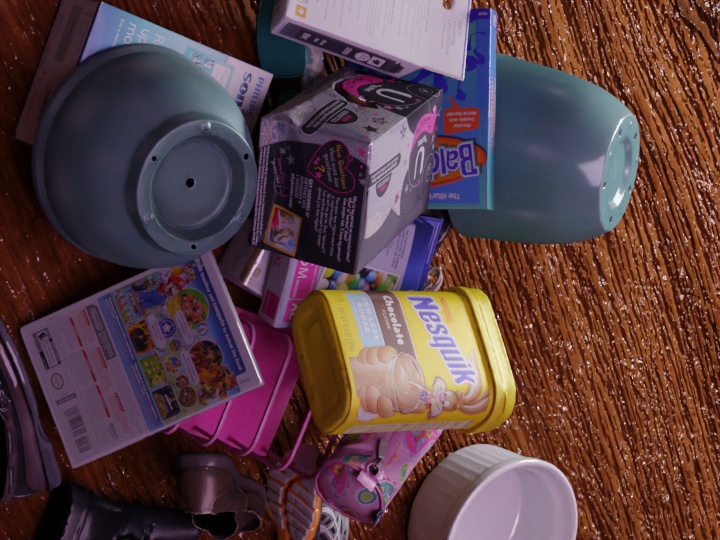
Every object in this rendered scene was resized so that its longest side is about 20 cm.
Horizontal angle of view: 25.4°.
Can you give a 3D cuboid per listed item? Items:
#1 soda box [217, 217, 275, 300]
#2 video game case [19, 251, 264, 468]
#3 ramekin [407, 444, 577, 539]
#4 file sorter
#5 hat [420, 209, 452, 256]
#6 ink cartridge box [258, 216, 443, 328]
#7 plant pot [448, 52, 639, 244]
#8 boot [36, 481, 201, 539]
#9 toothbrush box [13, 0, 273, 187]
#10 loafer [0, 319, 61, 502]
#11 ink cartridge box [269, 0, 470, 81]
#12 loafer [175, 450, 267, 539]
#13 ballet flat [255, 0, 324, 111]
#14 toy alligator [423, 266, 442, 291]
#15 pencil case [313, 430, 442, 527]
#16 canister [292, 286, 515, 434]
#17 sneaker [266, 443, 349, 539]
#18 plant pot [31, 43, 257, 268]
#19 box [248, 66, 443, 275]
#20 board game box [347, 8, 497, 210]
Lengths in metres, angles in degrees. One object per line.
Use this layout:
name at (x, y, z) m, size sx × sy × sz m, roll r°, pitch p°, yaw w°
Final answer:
soda box at (-0.053, 0.021, 1.672) m, size 0.199 × 0.063 × 0.069 m, roll 33°, pitch 84°, yaw -37°
video game case at (-0.207, 0.081, 1.507) m, size 0.198 × 0.018 × 0.144 m, roll -24°, pitch 83°, yaw 6°
ramekin at (0.150, 0.303, 1.878) m, size 0.199 × 0.097 × 0.203 m, roll -11°, pitch 110°, yaw -32°
file sorter at (-0.120, 0.116, 1.613) m, size 0.199 × 0.125 × 0.140 m, roll 23°, pitch 90°, yaw -37°
hat at (0.048, -0.075, 1.704) m, size 0.199 × 0.081 × 0.203 m, roll -10°, pitch 109°, yaw -32°
ink cartridge box at (0.000, 0.000, 1.631) m, size 0.198 × 0.042 × 0.121 m, roll 2°, pitch 111°, yaw -37°
plant pot at (0.203, -0.118, 1.703) m, size 0.200 × 0.160 × 0.203 m, roll -40°, pitch 137°, yaw -51°
boot at (-0.256, 0.323, 1.608) m, size 0.167 × 0.076 × 0.202 m, roll 23°, pitch 84°, yaw -34°
toothbrush box at (-0.202, -0.154, 1.502) m, size 0.199 × 0.085 × 0.148 m, roll 20°, pitch 93°, yaw -39°
loafer at (-0.338, 0.132, 1.501) m, size 0.063 × 0.072 × 0.202 m, roll -26°, pitch 120°, yaw -22°
ink cartridge box at (0.018, -0.296, 1.571) m, size 0.198 × 0.043 × 0.200 m, roll 16°, pitch 68°, yaw -23°
loafer at (-0.147, 0.239, 1.620) m, size 0.200 × 0.072 × 0.072 m, roll 58°, pitch 33°, yaw -64°
ballet flat at (-0.063, -0.194, 1.611) m, size 0.071 × 0.072 × 0.202 m, roll -18°, pitch 116°, yaw -30°
toy alligator at (0.041, 0.089, 1.769) m, size 0.201 × 0.059 × 0.054 m, roll -62°, pitch 169°, yaw -6°
pencil case at (0.032, 0.169, 1.646) m, size 0.200 × 0.087 × 0.088 m, roll -50°, pitch 130°, yaw -43°
canister at (0.041, 0.090, 1.584) m, size 0.198 × 0.087 × 0.150 m, roll 1°, pitch 62°, yaw -34°
sneaker at (-0.050, 0.264, 1.736) m, size 0.077 × 0.078 × 0.202 m, roll -25°, pitch 133°, yaw -32°
plant pot at (-0.172, -0.088, 1.407) m, size 0.199 × 0.134 × 0.203 m, roll -12°, pitch 113°, yaw -30°
box at (-0.009, -0.100, 1.504) m, size 0.200 × 0.114 × 0.133 m, roll -44°, pitch 145°, yaw -61°
board game box at (0.062, -0.162, 1.627) m, size 0.045 × 0.150 × 0.203 m, roll -5°, pitch 95°, yaw -76°
